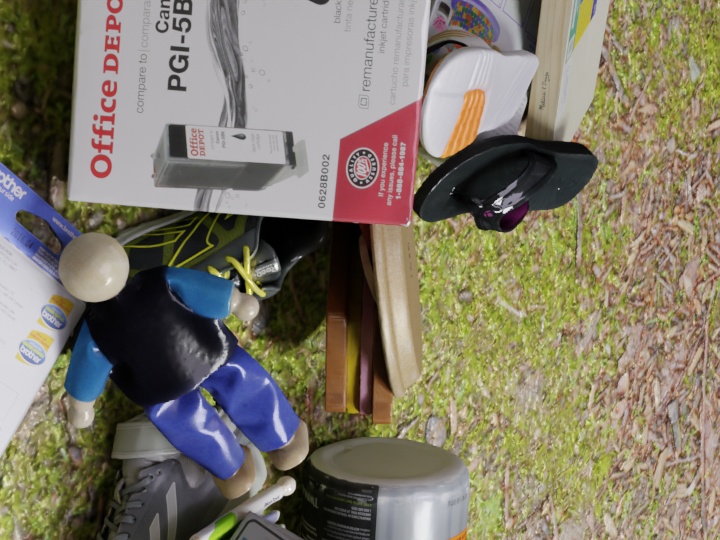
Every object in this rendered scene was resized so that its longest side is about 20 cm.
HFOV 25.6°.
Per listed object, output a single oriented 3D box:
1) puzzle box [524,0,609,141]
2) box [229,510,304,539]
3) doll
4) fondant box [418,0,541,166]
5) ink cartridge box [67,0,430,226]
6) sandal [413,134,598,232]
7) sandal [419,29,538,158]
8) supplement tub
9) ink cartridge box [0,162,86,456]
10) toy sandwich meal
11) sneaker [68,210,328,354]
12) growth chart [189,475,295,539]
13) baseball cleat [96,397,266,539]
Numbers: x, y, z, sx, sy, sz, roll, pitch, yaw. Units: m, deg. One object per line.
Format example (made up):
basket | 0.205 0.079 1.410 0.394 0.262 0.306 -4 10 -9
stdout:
puzzle box | 0.166 -0.182 1.240 0.133 0.025 0.200 -57 158 -44
box | -0.088 0.258 1.001 0.200 0.060 0.117 -57 160 -6
doll | -0.114 0.056 0.938 0.136 0.049 0.200 -29 125 8
fondant box | 0.079 -0.186 1.184 0.144 0.058 0.201 29 76 -49
ink cartridge box | -0.067 -0.106 0.920 0.199 0.083 0.147 3 99 -8
sandal | 0.119 -0.062 1.176 0.200 0.048 0.075 -9 141 -46
sandal | 0.065 -0.128 1.101 0.079 0.059 0.207 -66 164 16
supplement tub | 0.015 0.232 1.162 0.122 0.122 0.201 -11 108 -48
ink cartridge box | -0.231 0.045 0.884 0.119 0.042 0.200 45 67 -45
toy sandwich meal | 0.000 0.000 1.075 0.205 0.070 0.206 -5 90 -85
sneaker | -0.099 -0.002 0.995 0.200 0.084 0.075 -45 130 -34
growth chart | -0.098 0.221 1.038 0.145 0.018 0.200 -30 146 -52
baseball cleat | -0.147 0.158 1.007 0.200 0.070 0.107 -44 114 -37
